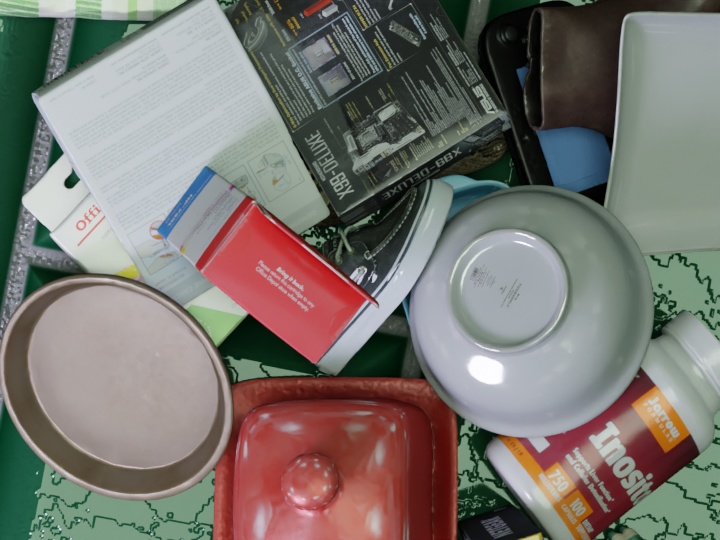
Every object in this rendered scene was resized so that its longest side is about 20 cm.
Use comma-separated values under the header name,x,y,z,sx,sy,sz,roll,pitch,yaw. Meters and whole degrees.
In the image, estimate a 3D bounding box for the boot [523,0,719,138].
name,x,y,z,sx,sy,sz,roll,pitch,yaw
boot,0.213,-0.204,1.730,0.165,0.072,0.202,1,97,-30

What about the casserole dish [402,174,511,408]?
name,x,y,z,sx,sy,sz,roll,pitch,yaw
casserole dish,0.095,0.021,1.765,0.120,0.039,0.201,-18,90,-1

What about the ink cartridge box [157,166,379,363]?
name,x,y,z,sx,sy,sz,roll,pitch,yaw
ink cartridge box,-0.070,-0.003,1.601,0.116,0.200,0.067,39,89,-20

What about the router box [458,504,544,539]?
name,x,y,z,sx,sy,sz,roll,pitch,yaw
router box,0.129,0.273,1.685,0.052,0.200,0.158,-17,91,-2

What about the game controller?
name,x,y,z,sx,sy,sz,roll,pitch,yaw
game controller,0.164,-0.117,1.760,0.104,0.042,0.201,-19,91,-18

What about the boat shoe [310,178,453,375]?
name,x,y,z,sx,sy,sz,roll,pitch,yaw
boat shoe,0.000,0.000,1.707,0.071,0.072,0.200,30,119,-10

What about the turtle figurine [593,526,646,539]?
name,x,y,z,sx,sy,sz,roll,pitch,yaw
turtle figurine,0.240,0.289,1.746,0.198,0.101,0.151,8,89,-9

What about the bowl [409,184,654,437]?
name,x,y,z,sx,sy,sz,roll,pitch,yaw
bowl,0.123,0.023,1.670,0.200,0.090,0.203,-3,78,15

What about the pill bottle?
name,x,y,z,sx,sy,sz,roll,pitch,yaw
pill bottle,0.208,0.125,1.733,0.200,0.113,0.113,-38,92,-2

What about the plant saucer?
name,x,y,z,sx,sy,sz,roll,pitch,yaw
plant saucer,-0.191,0.090,1.714,0.199,0.029,0.201,7,117,15

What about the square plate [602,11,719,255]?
name,x,y,z,sx,sy,sz,roll,pitch,yaw
square plate,0.284,-0.113,1.735,0.197,0.028,0.201,-3,111,-20

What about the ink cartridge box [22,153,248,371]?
name,x,y,z,sx,sy,sz,roll,pitch,yaw
ink cartridge box,-0.167,-0.028,1.737,0.200,0.067,0.117,43,87,-2

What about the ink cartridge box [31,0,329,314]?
name,x,y,z,sx,sy,sz,roll,pitch,yaw
ink cartridge box,-0.139,-0.092,1.696,0.160,0.047,0.201,-31,107,-8

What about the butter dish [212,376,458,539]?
name,x,y,z,sx,sy,sz,roll,pitch,yaw
butter dish,-0.028,0.173,1.682,0.198,0.148,0.202,0,77,8

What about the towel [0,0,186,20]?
name,x,y,z,sx,sy,sz,roll,pitch,yaw
towel,-0.236,-0.280,1.760,0.198,0.023,0.154,1,90,-4

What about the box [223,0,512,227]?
name,x,y,z,sx,sy,sz,roll,pitch,yaw
box,0.004,-0.160,1.728,0.157,0.050,0.201,-32,77,3

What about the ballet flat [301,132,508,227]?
name,x,y,z,sx,sy,sz,roll,pitch,yaw
ballet flat,0.027,-0.085,1.758,0.199,0.046,0.068,-15,90,-3
